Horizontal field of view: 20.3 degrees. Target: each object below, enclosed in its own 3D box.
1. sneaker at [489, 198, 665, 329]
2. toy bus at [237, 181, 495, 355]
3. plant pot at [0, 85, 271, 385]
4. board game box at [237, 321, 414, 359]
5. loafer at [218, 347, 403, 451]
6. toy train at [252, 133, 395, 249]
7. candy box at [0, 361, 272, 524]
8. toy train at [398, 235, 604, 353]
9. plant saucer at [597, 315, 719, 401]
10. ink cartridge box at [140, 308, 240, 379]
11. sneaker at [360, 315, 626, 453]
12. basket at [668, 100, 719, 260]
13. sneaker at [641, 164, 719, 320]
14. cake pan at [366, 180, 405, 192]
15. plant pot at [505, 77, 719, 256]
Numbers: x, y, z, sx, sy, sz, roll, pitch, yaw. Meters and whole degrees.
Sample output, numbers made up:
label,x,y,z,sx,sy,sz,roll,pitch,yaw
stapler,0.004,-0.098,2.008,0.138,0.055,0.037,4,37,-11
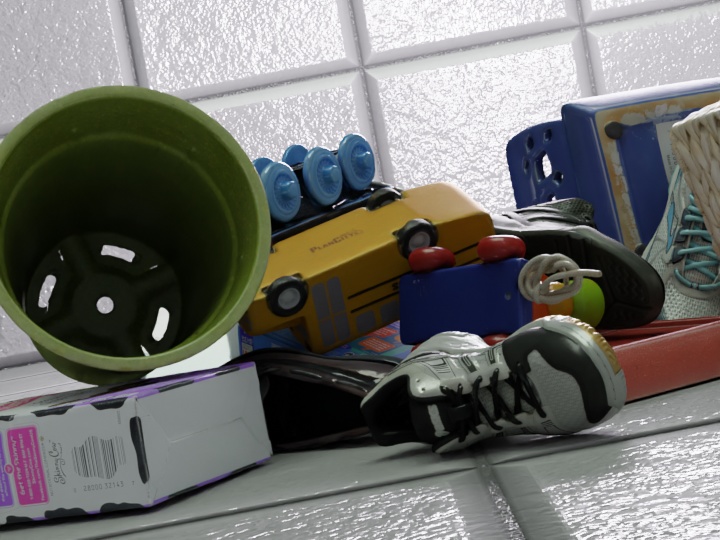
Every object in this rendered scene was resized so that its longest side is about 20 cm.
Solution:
label,x,y,z,sx,sy,sz,roll,pitch,yaw
sneaker,0.170,-0.011,1.534,0.114,0.077,0.198,-19,21,-38
toy bus,0.000,0.000,1.480,0.199,0.079,0.065,-23,35,-15
plant pot,-0.174,0.000,1.430,0.198,0.202,0.190,-11,-17,-15
board game box,0.029,0.052,1.549,0.199,0.045,0.151,-20,27,-38
loafer,-0.050,0.093,1.423,0.198,0.073,0.063,-6,8,31
toy train,-0.045,-0.036,1.569,0.086,0.115,0.199,-8,10,35
candy box,-0.187,0.118,1.345,0.198,0.072,0.167,-10,1,24
toy train,0.129,0.022,1.409,0.115,0.086,0.199,5,-10,-42
plant saucer,0.178,0.065,1.446,0.198,0.037,0.199,-12,1,-30
ink cartridge box,-0.079,0.057,1.601,0.198,0.057,0.163,-14,43,-5
sneaker,0.078,0.082,1.227,0.087,0.076,0.199,-30,9,-33
basket,0.359,-0.060,1.443,0.199,0.200,0.160,-24,3,-32
sneaker,0.263,-0.033,1.573,0.077,0.202,0.087,14,-28,1
cake pan,-0.007,0.021,1.714,0.198,0.202,0.037,-10,26,3
plant pot,0.253,-0.058,1.733,0.198,0.202,0.180,-9,-11,-13
